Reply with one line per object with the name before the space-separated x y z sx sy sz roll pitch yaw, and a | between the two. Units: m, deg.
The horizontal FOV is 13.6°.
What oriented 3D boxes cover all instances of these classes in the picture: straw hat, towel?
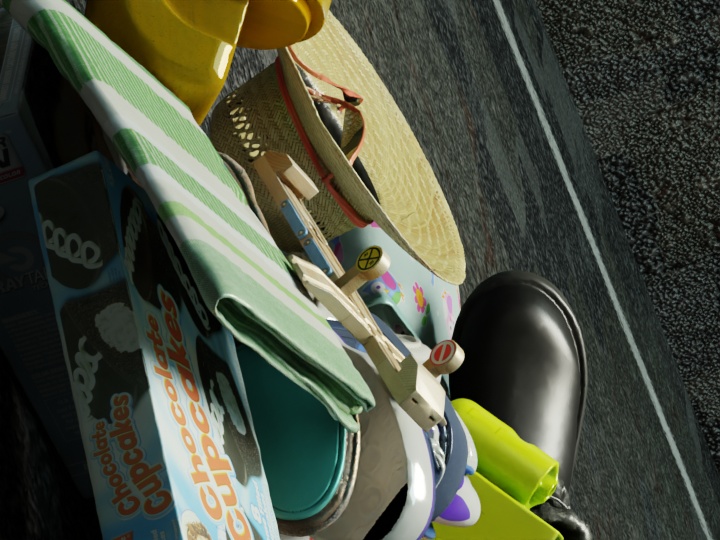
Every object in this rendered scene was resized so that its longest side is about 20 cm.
straw hat | -0.032 -0.060 1.561 0.201 0.085 0.201 56 12 -19
towel | -0.073 -0.029 1.269 0.200 0.023 0.153 56 8 32

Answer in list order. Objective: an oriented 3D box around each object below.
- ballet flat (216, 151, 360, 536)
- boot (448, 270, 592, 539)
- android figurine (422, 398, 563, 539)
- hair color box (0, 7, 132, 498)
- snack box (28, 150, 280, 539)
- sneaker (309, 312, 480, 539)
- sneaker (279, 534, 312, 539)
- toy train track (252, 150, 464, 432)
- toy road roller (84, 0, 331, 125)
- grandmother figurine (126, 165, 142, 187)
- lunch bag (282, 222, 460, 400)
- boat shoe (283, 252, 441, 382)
ballet flat | -0.043 0.037 1.357 0.067 0.068 0.201 75 -2 -63
boot | 0.088 0.112 1.653 0.158 0.079 0.212 -75 165 -84
android figurine | 0.020 0.151 1.564 0.200 0.182 0.041 33 -4 15
hair color box | -0.133 -0.009 1.340 0.099 0.060 0.200 -89 158 -55
snack box | -0.079 0.062 1.237 0.116 0.037 0.201 42 30 -60
sneaker | 0.023 0.094 1.434 0.146 0.081 0.200 33 9 -35
sneaker | -0.003 0.168 1.467 0.067 0.107 0.202 -89 173 -57
toy train track | 0.000 0.000 1.366 0.115 0.033 0.200 46 7 -39
toy road roller | -0.109 -0.154 1.410 0.123 0.199 0.147 132 -25 -70
grandmother figurine | -0.086 0.001 1.578 0.121 0.060 0.201 -50 129 -44
lunch bag | 0.002 0.028 1.793 0.200 0.122 0.171 52 22 -47
boat shoe | -0.029 0.027 1.551 0.200 0.071 0.070 8 91 -44
